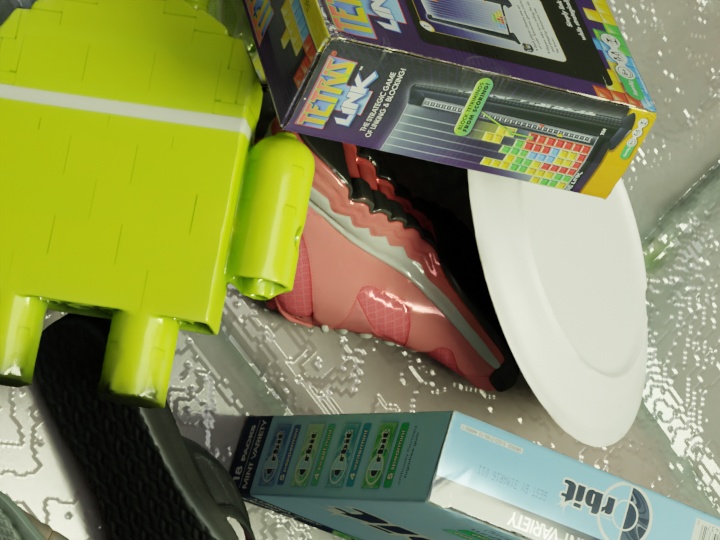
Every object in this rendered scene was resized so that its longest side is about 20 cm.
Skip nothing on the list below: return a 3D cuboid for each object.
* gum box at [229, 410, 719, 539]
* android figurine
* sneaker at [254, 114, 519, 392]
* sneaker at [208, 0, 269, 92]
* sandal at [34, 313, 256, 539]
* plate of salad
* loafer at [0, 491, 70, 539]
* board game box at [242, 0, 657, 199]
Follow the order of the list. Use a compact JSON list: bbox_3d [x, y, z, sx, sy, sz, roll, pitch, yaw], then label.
[{"bbox_3d":[0.056,0.112,1.180,0.170,0.200,0.045,23,76,-24],"label":"gum box"},{"bbox_3d":[-0.112,-0.042,1.146,0.182,0.041,0.200,7,77,7],"label":"android figurine"},{"bbox_3d":[0.000,0.000,1.245,0.200,0.087,0.074,44,24,-34],"label":"sneaker"},{"bbox_3d":[-0.031,-0.119,1.224,0.200,0.076,0.076,1,87,-27],"label":"sneaker"},{"bbox_3d":[-0.082,0.106,1.183,0.048,0.075,0.201,-29,100,-48],"label":"sandal"},{"bbox_3d":[0.091,-0.010,1.266,0.200,0.048,0.200,36,46,-51],"label":"plate of salad"},{"bbox_3d":[-0.146,0.144,1.141,0.200,0.063,0.072,27,83,1],"label":"loafer"},{"bbox_3d":[0.027,-0.128,1.172,0.165,0.057,0.200,10,38,-24],"label":"board game box"}]
